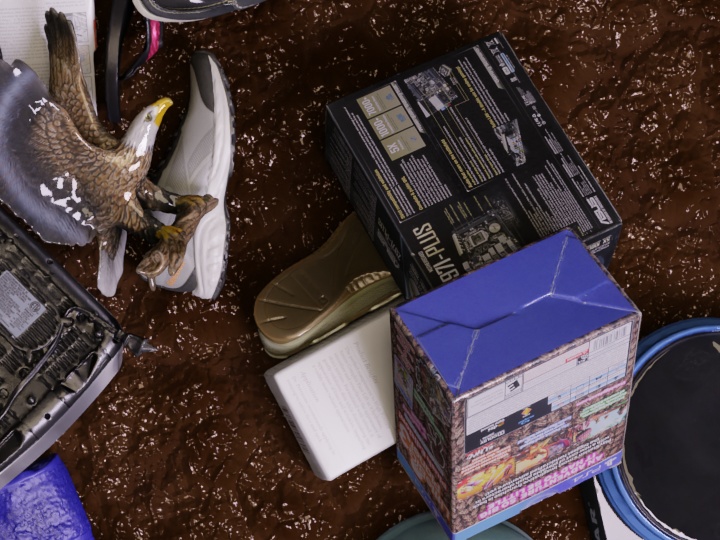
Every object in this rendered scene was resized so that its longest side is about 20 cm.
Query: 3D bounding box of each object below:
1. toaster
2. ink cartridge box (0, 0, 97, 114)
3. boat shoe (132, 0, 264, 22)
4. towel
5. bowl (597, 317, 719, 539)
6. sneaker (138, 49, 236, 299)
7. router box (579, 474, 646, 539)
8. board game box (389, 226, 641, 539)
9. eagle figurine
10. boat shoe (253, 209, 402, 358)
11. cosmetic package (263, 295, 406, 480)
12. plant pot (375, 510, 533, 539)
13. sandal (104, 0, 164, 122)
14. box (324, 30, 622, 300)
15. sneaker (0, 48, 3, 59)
[{"bbox_3d":[-0.288,0.064,1.340,0.200,0.119,0.181,43,78,4],"label":"toaster"},{"bbox_3d":[-0.266,-0.211,1.387,0.108,0.050,0.201,-4,116,-9],"label":"ink cartridge box"},{"bbox_3d":[-0.089,-0.247,1.387,0.199,0.068,0.072,-18,97,-28],"label":"boat shoe"},{"bbox_3d":[-0.269,0.265,1.396,0.147,0.050,0.201,-25,94,-7],"label":"towel"},{"bbox_3d":[0.292,0.139,1.437,0.199,0.039,0.202,1,86,-8],"label":"bowl"},{"bbox_3d":[-0.140,-0.079,1.407,0.079,0.074,0.201,5,89,-4],"label":"sneaker"},{"bbox_3d":[0.280,0.232,1.481,0.156,0.052,0.201,-13,92,-9],"label":"router box"},{"bbox_3d":[0.115,0.090,1.327,0.159,0.200,0.097,-23,53,-16],"label":"board game box"},{"bbox_3d":[-0.203,-0.087,1.319,0.200,0.152,0.151,37,76,-8],"label":"eagle figurine"},{"bbox_3d":[0.001,0.002,1.440,0.200,0.063,0.073,-37,70,-13],"label":"boat shoe"},{"bbox_3d":[0.031,0.080,1.433,0.199,0.074,0.102,-28,94,-10],"label":"cosmetic package"},{"bbox_3d":[0.089,0.301,1.410,0.199,0.134,0.202,0,89,-9],"label":"plant pot"},{"bbox_3d":[-0.176,-0.218,1.400,0.045,0.075,0.201,9,86,-8],"label":"sandal"},{"bbox_3d":[0.086,-0.065,1.390,0.163,0.086,0.201,-25,67,-13],"label":"box"},{"bbox_3d":[-0.295,-0.142,1.349,0.075,0.200,0.088,-3,51,-1],"label":"sneaker"}]
